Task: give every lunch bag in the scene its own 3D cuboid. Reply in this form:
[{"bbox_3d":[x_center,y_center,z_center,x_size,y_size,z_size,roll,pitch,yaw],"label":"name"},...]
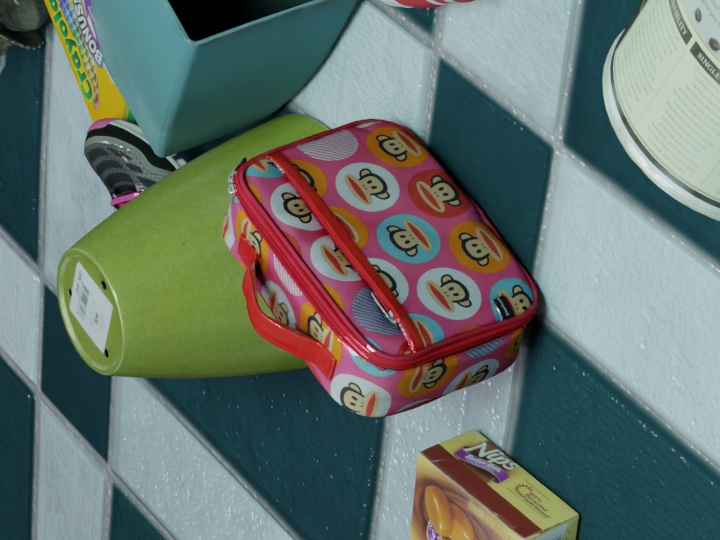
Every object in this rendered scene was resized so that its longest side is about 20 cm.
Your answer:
[{"bbox_3d":[0.000,0.000,1.651,0.200,0.176,0.082,52,144,28],"label":"lunch bag"}]

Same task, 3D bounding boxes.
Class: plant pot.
[{"bbox_3d":[-0.111,0.003,1.800,0.187,0.199,0.188,33,132,46],"label":"plant pot"},{"bbox_3d":[-0.107,-0.178,1.771,0.142,0.141,0.200,59,153,20],"label":"plant pot"}]

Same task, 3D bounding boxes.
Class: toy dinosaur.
[{"bbox_3d":[-0.283,-0.235,2.068,0.103,0.077,0.200,61,153,2],"label":"toy dinosaur"}]

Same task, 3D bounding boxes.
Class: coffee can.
[{"bbox_3d":[0.226,-0.136,1.260,0.147,0.146,0.200,58,146,21],"label":"coffee can"}]

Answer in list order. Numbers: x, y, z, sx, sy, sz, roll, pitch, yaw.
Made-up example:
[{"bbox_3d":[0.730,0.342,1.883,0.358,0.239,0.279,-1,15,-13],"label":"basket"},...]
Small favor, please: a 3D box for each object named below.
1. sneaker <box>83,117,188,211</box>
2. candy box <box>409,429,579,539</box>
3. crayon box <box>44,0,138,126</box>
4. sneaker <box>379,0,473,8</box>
[{"bbox_3d":[-0.158,-0.022,1.920,0.074,0.087,0.200,-10,117,49],"label":"sneaker"},{"bbox_3d":[0.087,0.227,1.750,0.117,0.056,0.201,37,136,41],"label":"candy box"},{"bbox_3d":[-0.186,-0.198,1.947,0.119,0.058,0.201,-33,78,57],"label":"crayon box"},{"bbox_3d":[0.034,-0.260,1.565,0.112,0.071,0.201,16,126,58],"label":"sneaker"}]
